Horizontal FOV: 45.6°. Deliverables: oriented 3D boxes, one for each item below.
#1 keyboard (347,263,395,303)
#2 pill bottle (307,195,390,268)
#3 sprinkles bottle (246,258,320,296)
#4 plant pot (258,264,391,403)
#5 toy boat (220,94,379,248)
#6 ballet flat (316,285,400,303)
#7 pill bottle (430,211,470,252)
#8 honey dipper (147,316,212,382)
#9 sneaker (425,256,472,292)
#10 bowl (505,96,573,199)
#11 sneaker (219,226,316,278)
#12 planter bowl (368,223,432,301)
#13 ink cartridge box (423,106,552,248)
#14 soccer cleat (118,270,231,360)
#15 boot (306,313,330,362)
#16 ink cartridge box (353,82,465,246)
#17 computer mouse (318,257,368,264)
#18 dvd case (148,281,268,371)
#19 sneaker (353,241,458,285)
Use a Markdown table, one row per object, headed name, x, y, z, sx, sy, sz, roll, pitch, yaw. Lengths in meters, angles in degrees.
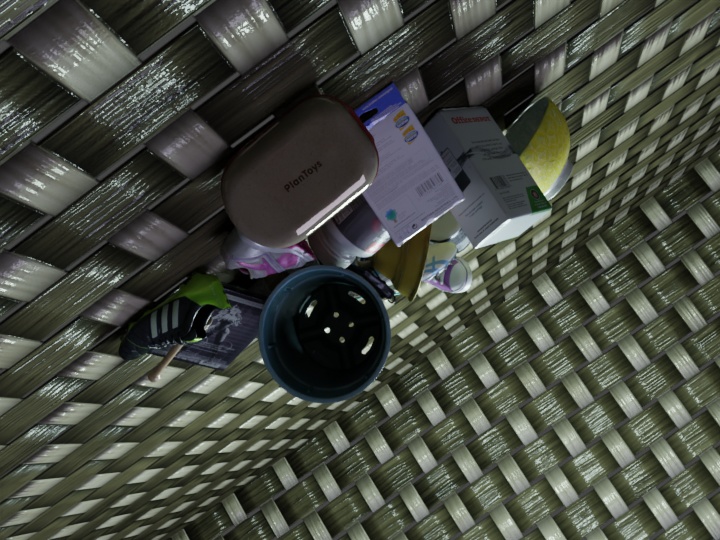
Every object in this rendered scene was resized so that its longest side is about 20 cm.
| name | x | y | z | sx | sy | sz | roll | pitch | yaw |
| --- | --- | --- | --- | --- | --- | --- | --- | --- | --- |
| keyboard | 0.000 | 0.000 | 1.422 | 0.040 | 0.104 | 0.199 | -52 | -153 | -8 |
| pill bottle | 0.012 | -0.091 | 1.293 | 0.200 | 0.111 | 0.110 | -42 | 163 | 26 |
| sprinkles bottle | -0.154 | 0.041 | 1.428 | 0.200 | 0.069 | 0.068 | -41 | 163 | 23 |
| plant pot | -0.044 | 0.094 | 1.348 | 0.199 | 0.201 | 0.196 | -35 | 176 | 5 |
| toy boat | -0.076 | -0.122 | 1.048 | 0.199 | 0.131 | 0.131 | -36 | -166 | 8 |
| ballet flat | -0.003 | 0.029 | 1.703 | 0.198 | 0.063 | 0.067 | -11 | -178 | 28 |
| pill bottle | 0.161 | -0.089 | 1.626 | 0.106 | 0.107 | 0.200 | -35 | 165 | 5 |
| honey dipper | -0.295 | 0.126 | 1.367 | 0.038 | 0.038 | 0.200 | -16 | 156 | -48 |
| sneaker | 0.120 | -0.002 | 1.684 | 0.113 | 0.199 | 0.074 | 0 | 103 | -40 |
| bowl | 0.297 | -0.182 | 1.463 | 0.201 | 0.107 | 0.200 | -53 | -171 | 12 |
| sneaker | -0.136 | -0.033 | 1.237 | 0.088 | 0.082 | 0.199 | -37 | 157 | 17 |
| planter bowl | 0.059 | -0.056 | 1.401 | 0.082 | 0.203 | 0.201 | 9 | 157 | -4 |
| ink cartridge box | 0.185 | -0.147 | 1.322 | 0.146 | 0.202 | 0.083 | -14 | 159 | -49 |
| soccer cleat | -0.278 | 0.084 | 1.268 | 0.199 | 0.082 | 0.067 | -38 | 164 | 14 |
| boot | -0.117 | 0.122 | 1.560 | 0.076 | 0.169 | 0.200 | -36 | 164 | 11 |
| ink cartridge box | 0.045 | -0.145 | 1.166 | 0.119 | 0.201 | 0.042 | -34 | -151 | 4 |
| computer mouse | -0.041 | 0.003 | 1.581 | 0.198 | 0.053 | 0.139 | -22 | 162 | -38 |
| dvd case | -0.235 | 0.091 | 1.385 | 0.147 | 0.016 | 0.200 | 19 | 132 | -35 |
| sneaker | 0.077 | -0.016 | 1.525 | 0.197 | 0.073 | 0.072 | -17 | -152 | 6 |
